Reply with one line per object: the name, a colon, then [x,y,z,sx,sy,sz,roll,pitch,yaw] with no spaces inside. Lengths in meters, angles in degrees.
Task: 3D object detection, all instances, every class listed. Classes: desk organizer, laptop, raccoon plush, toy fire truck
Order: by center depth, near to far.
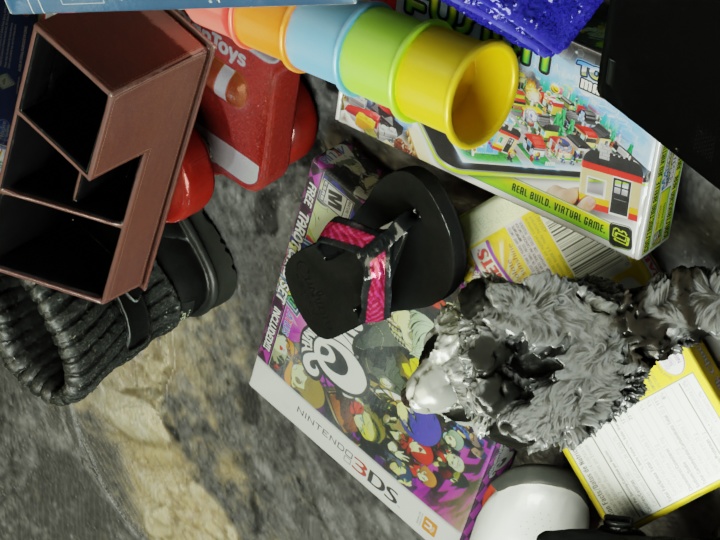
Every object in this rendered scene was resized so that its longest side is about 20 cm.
laptop: [0.227,-0.128,1.391,0.200,0.116,0.188,42,139,39]
raccoon plush: [0.122,0.048,1.585,0.134,0.199,0.097,156,112,-86]
desk organizer: [-0.152,-0.063,1.668,0.072,0.077,0.200,42,138,21]
toy fire truck: [-0.108,-0.140,1.726,0.200,0.112,0.168,37,136,28]

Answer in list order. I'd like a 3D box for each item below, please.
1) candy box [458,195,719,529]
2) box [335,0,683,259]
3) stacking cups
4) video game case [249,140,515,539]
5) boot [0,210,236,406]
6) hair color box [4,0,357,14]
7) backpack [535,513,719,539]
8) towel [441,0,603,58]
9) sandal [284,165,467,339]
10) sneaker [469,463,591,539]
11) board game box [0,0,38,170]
candy box: [0.133,0.040,1.618,0.102,0.026,0.200,-30,89,33]
box: [0.081,-0.095,1.564,0.200,0.035,0.110,26,127,27]
stacking cups: [-0.008,-0.126,1.563,0.200,0.060,0.061,27,131,35]
video game case: [0.023,0.050,1.760,0.181,0.036,0.200,40,137,22]
boot: [-0.189,-0.031,1.847,0.211,0.158,0.079,53,141,10]
hair color box: [-0.089,-0.189,1.555,0.199,0.100,0.061,0,133,20]
backpack: [0.153,0.244,1.651,0.200,0.163,0.154,114,161,-59]
towel: [0.055,-0.194,1.420,0.148,0.200,0.050,-51,27,27]
sandal: [0.000,0.000,1.671,0.075,0.045,0.200,63,148,5]
sneaker: [0.084,0.204,1.721,0.067,0.108,0.202,15,142,-9]
board game box: [-0.257,-0.092,1.866,0.062,0.200,0.200,14,137,-13]
